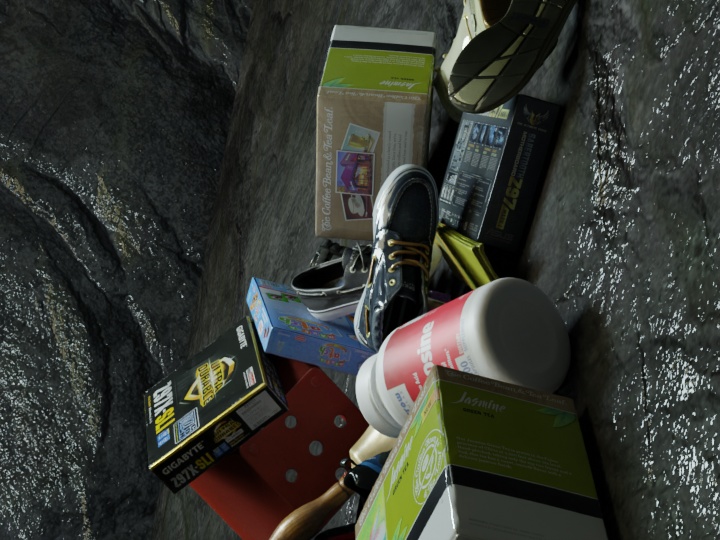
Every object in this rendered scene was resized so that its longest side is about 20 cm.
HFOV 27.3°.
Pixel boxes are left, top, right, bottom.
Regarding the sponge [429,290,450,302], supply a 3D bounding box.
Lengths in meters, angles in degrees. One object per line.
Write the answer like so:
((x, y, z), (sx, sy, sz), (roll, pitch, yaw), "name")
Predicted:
((0.056, 0.076, 1.777), (0.200, 0.030, 0.112), (-173, 98, -77), "sponge")

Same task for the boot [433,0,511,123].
((0.138, -0.286, 1.756), (0.155, 0.072, 0.200), (115, 164, -44), "boot")

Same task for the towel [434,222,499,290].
((0.114, -0.009, 1.556), (0.018, 0.086, 0.200), (-35, 15, -4), "towel")

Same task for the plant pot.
((-0.080, 0.208, 1.727), (0.200, 0.200, 0.176), (-47, 12, -20), "plant pot")

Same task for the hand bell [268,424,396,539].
((-0.020, 0.231, 1.551), (0.200, 0.104, 0.104), (-40, 13, -5), "hand bell")

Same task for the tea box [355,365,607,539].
((0.092, 0.223, 1.212), (0.197, 0.133, 0.200), (-94, 23, -55), "tea box")

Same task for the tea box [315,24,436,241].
((0.019, -0.168, 1.821), (0.197, 0.133, 0.200), (-79, -7, -54), "tea box")

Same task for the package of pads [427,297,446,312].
((0.083, 0.097, 1.546), (0.200, 0.076, 0.121), (-158, 86, -76), "package of pads")

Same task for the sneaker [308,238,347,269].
((-0.010, 0.019, 1.762), (0.200, 0.099, 0.071), (-127, 56, -71), "sneaker")

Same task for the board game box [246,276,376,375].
((-0.050, 0.068, 1.756), (0.200, 0.151, 0.037), (-124, 51, -72), "board game box")

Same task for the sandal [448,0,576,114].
((0.167, -0.231, 1.523), (0.201, 0.080, 0.057), (-51, -31, -20), "sandal")

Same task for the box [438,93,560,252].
((0.141, -0.111, 1.587), (0.200, 0.051, 0.158), (-145, 70, -76), "box")

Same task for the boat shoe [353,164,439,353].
((0.048, -0.007, 1.527), (0.091, 0.071, 0.201), (-146, 67, -73), "boat shoe")

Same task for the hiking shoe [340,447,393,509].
((0.042, 0.264, 1.378), (0.074, 0.087, 0.200), (-36, 71, 59), "hiking shoe")

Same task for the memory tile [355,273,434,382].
((0.042, 0.060, 1.756), (0.200, 0.017, 0.153), (147, 136, -68), "memory tile")

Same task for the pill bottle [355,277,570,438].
((0.087, 0.088, 1.356), (0.200, 0.112, 0.112), (-29, 45, 48), "pill bottle")

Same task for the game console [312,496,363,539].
((-0.018, 0.279, 1.684), (0.119, 0.172, 0.200), (67, 149, 25), "game console")

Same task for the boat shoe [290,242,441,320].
((0.000, 0.000, 1.659), (0.200, 0.066, 0.070), (-18, 40, 44), "boat shoe")

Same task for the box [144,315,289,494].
((-0.167, 0.148, 1.679), (0.160, 0.049, 0.200), (-38, 22, 6), "box")
